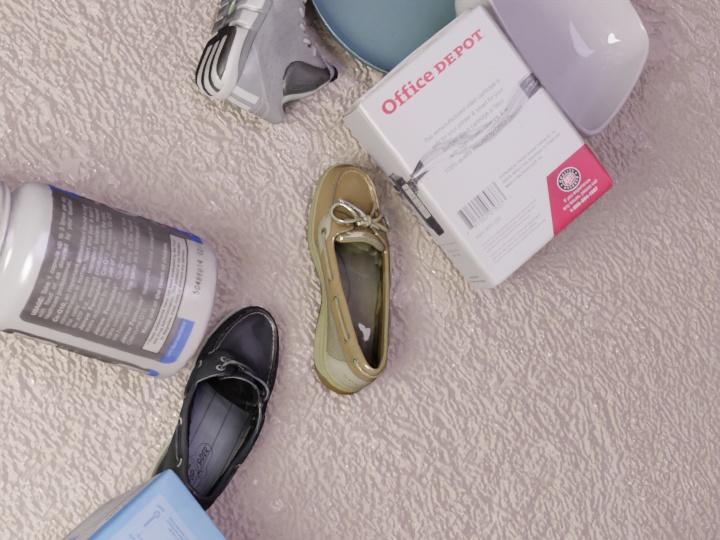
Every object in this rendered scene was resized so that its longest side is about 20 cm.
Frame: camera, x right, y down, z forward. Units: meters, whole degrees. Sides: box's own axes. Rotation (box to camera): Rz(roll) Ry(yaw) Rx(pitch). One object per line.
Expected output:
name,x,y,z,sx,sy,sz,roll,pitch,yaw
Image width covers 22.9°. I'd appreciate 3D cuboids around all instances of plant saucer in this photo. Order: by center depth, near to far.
plant saucer,0.026,-0.264,1.632,0.198,0.027,0.202,11,67,-28

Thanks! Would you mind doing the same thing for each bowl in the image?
bowl,0.170,-0.228,1.659,0.200,0.074,0.200,53,43,-16

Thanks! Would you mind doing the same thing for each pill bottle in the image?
pill bottle,-0.216,0.001,1.324,0.198,0.114,0.115,19,63,-26

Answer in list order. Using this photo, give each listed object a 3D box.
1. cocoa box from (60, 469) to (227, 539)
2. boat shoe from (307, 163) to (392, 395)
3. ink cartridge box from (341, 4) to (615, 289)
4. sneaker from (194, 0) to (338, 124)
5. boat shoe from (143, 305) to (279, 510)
cocoa box,-0.142,0.267,1.261,0.133,0.131,0.201,-41,96,-36
boat shoe,-0.002,0.000,1.492,0.073,0.063,0.203,15,65,-27
ink cartridge box,0.100,-0.107,1.555,0.145,0.083,0.201,-39,96,-9
sneaker,-0.062,-0.215,1.537,0.115,0.075,0.202,30,69,-25
boat shoe,-0.104,0.105,1.386,0.074,0.066,0.200,39,56,-14
